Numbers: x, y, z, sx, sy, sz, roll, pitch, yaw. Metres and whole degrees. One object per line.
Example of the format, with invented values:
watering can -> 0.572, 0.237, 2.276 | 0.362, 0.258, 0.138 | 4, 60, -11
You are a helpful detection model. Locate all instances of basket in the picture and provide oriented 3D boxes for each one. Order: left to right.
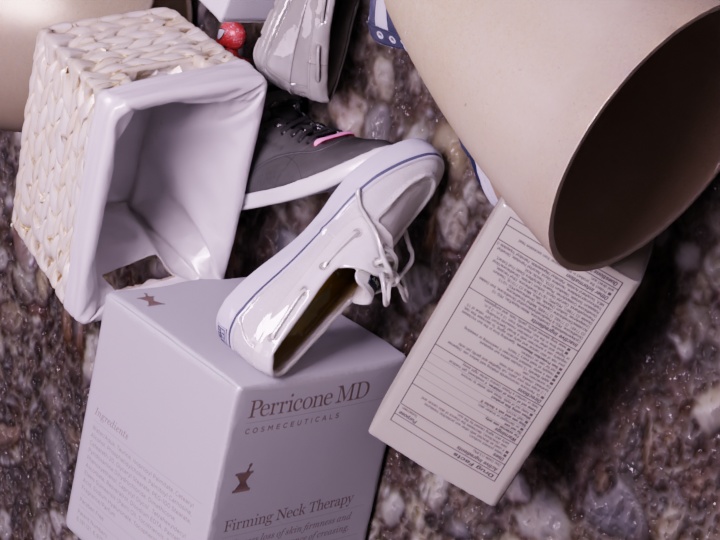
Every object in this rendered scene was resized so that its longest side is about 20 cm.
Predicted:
basket -> -0.169, -0.083, 1.390 | 0.123, 0.135, 0.201 | 46, 135, 34

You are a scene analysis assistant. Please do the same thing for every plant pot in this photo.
plant pot -> -0.211, -0.200, 1.493 | 0.134, 0.200, 0.202 | 11, 105, 17
plant pot -> 0.112, -0.134, 1.120 | 0.200, 0.187, 0.188 | 43, 124, 29

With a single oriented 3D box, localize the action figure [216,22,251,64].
action figure -> -0.137, -0.120, 1.490 | 0.052, 0.065, 0.200 | 50, 129, 17

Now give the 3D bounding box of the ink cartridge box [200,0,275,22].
ink cartridge box -> -0.105, -0.301, 1.420 | 0.200, 0.083, 0.146 | 46, 126, 33

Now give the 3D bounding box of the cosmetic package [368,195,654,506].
cosmetic package -> 0.098, 0.039, 1.217 | 0.103, 0.087, 0.201 | 31, 121, 1

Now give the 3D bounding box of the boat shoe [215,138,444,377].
boat shoe -> -0.002, -0.002, 1.293 | 0.086, 0.202, 0.075 | 40, 165, 34

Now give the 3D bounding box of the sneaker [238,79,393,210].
sneaker -> -0.050, -0.103, 1.393 | 0.199, 0.070, 0.100 | -8, 94, 51

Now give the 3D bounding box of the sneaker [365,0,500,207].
sneaker -> 0.067, -0.134, 1.269 | 0.108, 0.070, 0.201 | -7, 98, 57

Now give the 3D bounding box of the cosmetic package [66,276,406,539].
cosmetic package -> -0.096, 0.129, 1.399 | 0.166, 0.167, 0.201 | 31, 117, 41

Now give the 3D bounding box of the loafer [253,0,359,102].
loafer -> -0.010, -0.217, 1.347 | 0.070, 0.070, 0.201 | 29, 111, 15
